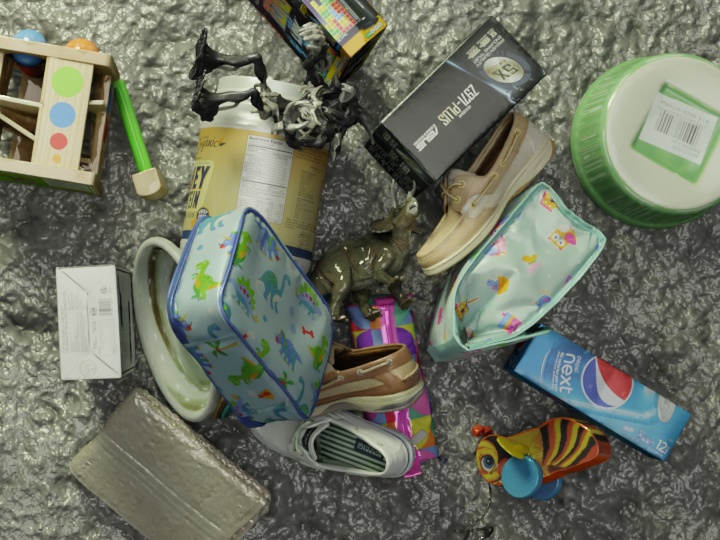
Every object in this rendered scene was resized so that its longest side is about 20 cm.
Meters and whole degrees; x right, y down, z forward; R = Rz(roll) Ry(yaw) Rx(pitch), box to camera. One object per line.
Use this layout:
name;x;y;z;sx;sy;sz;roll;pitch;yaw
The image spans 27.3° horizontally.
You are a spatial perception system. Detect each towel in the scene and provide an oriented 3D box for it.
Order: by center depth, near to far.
towel;-0.204;0.230;1.605;0.200;0.034;0.133;41;108;-1

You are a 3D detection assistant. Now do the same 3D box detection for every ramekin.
ramekin;0.344;-0.149;1.665;0.199;0.098;0.201;0;88;-5

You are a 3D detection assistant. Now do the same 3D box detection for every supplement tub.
supplement tub;-0.110;-0.098;1.596;0.144;0.144;0.201;10;86;-5

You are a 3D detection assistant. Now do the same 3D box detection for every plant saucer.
plant saucer;-0.180;0.059;1.569;0.050;0.200;0.201;-15;89;-28

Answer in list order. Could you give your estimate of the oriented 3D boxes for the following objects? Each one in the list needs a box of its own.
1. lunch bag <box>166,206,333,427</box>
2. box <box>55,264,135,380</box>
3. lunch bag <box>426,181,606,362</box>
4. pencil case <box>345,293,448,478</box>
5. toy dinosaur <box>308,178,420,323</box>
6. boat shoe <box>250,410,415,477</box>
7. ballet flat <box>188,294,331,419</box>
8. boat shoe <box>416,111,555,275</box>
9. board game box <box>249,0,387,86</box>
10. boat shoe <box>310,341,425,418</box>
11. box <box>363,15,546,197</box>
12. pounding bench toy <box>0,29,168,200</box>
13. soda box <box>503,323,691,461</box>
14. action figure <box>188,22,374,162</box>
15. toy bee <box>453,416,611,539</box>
lunch bag;-0.105;0.045;1.466;0.082;0.200;0.161;-11;45;26
box;-0.274;0.054;1.547;0.060;0.200;0.117;-3;90;-4
lunch bag;0.153;0.019;1.602;0.122;0.170;0.200;39;80;-3
pencil case;0.037;0.125;1.631;0.088;0.088;0.201;-11;87;-6
toy dinosaur;0.000;0.000;1.591;0.200;0.077;0.103;-32;55;18
boat shoe;-0.040;0.176;1.589;0.199;0.067;0.074;8;94;25
ballet flat;-0.114;0.073;1.630;0.063;0.069;0.200;40;83;11
boat shoe;0.118;-0.084;1.562;0.069;0.074;0.200;45;77;-18
board game box;-0.057;-0.284;1.581;0.057;0.200;0.165;-43;91;-8
boat shoe;-0.032;0.109;1.569;0.199;0.076;0.072;-7;112;14
box;0.097;-0.171;1.591;0.164;0.200;0.086;-44;92;-6
pounding bench toy;-0.296;-0.166;1.591;0.199;0.124;0.157;9;86;-5
soda box;0.264;0.136;1.661;0.200;0.068;0.064;30;85;-3
action figure;-0.069;-0.179;1.488;0.199;0.102;0.119;10;62;-16
toy bee;0.169;0.205;1.631;0.200;0.131;0.109;-27;66;4
